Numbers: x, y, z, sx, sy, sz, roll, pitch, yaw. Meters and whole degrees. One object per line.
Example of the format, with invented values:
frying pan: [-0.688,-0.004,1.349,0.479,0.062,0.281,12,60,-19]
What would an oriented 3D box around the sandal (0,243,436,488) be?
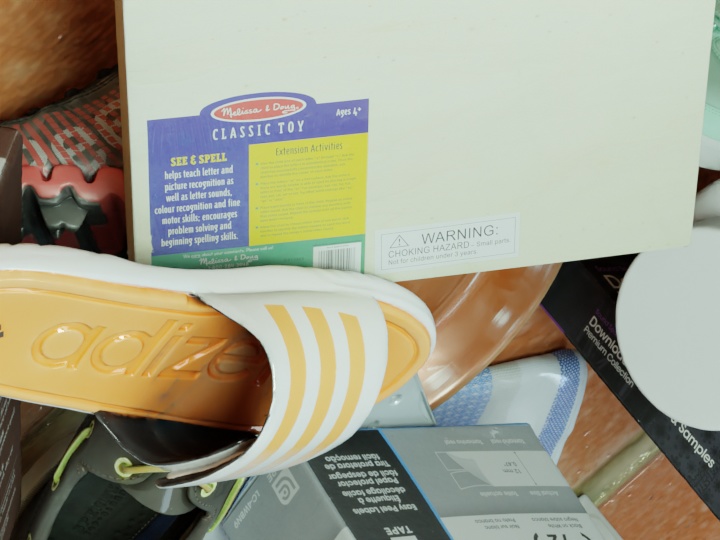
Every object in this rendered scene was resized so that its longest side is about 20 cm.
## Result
sandal: [-0.058,0.041,0.976,0.206,0.059,0.079,6,134,-38]

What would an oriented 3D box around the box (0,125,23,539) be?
box: [-0.173,0.036,1.031,0.100,0.075,0.200,9,134,4]

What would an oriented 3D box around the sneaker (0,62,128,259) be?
sneaker: [-0.073,-0.048,1.067,0.200,0.098,0.071,-9,154,-2]

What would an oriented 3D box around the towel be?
towel: [0.010,0.110,1.357,0.200,0.024,0.147,-13,137,-32]

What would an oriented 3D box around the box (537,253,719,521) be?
box: [0.174,0.054,1.288,0.143,0.200,0.036,1,128,-44]

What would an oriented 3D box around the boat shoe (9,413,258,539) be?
boat shoe: [-0.073,0.068,1.089,0.072,0.061,0.201,18,133,-20]

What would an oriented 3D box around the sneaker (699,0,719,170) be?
sneaker: [0.184,-0.111,1.218,0.200,0.074,0.118,-14,146,-45]

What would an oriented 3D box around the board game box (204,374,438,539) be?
board game box: [-0.051,0.126,1.269,0.200,0.026,0.200,-31,147,-6]

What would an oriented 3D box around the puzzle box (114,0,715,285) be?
puzzle box: [0.018,-0.055,0.989,0.200,0.025,0.133,-6,130,-9]

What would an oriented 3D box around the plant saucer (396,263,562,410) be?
plant saucer: [0.000,0.000,1.218,0.200,0.032,0.200,-24,143,-19]

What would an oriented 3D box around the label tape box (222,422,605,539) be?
label tape box: [0.054,0.154,1.190,0.143,0.200,0.066,2,132,-43]

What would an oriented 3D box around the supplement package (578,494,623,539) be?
supplement package: [0.082,0.242,1.454,0.200,0.156,0.111,-34,145,-7]

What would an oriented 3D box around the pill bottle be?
pill bottle: [0.189,0.006,1.226,0.200,0.111,0.111,-17,143,-53]
